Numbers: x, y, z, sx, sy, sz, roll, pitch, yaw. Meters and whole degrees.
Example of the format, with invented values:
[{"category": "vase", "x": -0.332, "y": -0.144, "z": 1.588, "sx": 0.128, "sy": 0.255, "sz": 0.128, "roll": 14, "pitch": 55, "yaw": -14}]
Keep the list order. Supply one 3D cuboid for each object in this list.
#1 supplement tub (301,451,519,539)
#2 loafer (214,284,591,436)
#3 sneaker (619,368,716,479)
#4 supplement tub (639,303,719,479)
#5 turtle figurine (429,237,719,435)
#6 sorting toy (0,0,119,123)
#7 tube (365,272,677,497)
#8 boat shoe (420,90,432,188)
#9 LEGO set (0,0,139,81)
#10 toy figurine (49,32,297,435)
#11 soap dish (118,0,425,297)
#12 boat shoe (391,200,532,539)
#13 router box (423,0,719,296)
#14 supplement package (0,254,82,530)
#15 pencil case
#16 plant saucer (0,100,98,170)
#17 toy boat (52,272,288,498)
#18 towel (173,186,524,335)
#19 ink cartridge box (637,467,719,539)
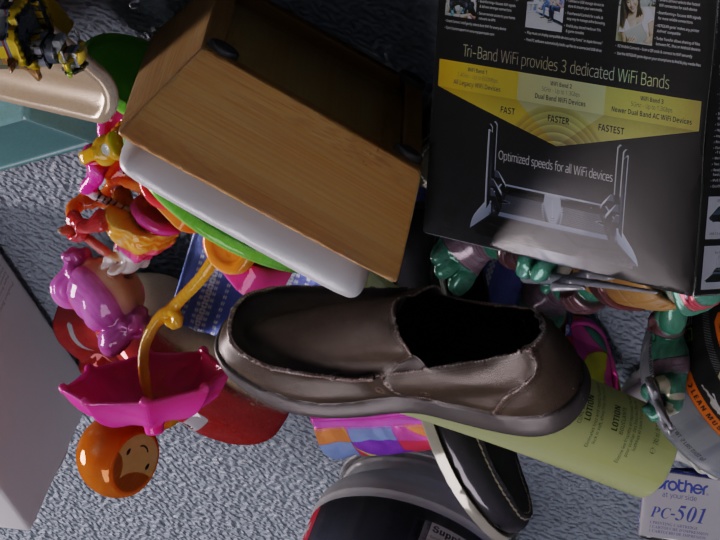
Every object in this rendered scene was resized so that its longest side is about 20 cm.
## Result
[{"category": "supplement tub", "x": 0.019, "y": 0.219, "z": 1.930, "sx": 0.140, "sy": 0.200, "sz": 0.140, "roll": 15, "pitch": 147, "yaw": 10}, {"category": "loafer", "x": 0.019, "y": 0.031, "z": 1.539, "sx": 0.200, "sy": 0.073, "sz": 0.071, "roll": 5, "pitch": 139, "yaw": 16}, {"category": "sneaker", "x": 0.227, "y": 0.094, "z": 1.736, "sx": 0.200, "sy": 0.081, "sz": 0.076, "roll": -6, "pitch": 140, "yaw": 39}, {"category": "supplement tub", "x": 0.246, "y": 0.029, "z": 1.588, "sx": 0.122, "sy": 0.123, "sz": 0.200, "roll": 30, "pitch": 147, "yaw": -12}, {"category": "turtle figurine", "x": 0.132, "y": 0.011, "z": 1.571, "sx": 0.150, "sy": 0.101, "sz": 0.200, "roll": 49, "pitch": 161, "yaw": -27}, {"category": "sorting toy", "x": -0.228, "y": -0.164, "z": 1.622, "sx": 0.200, "sy": 0.036, "sz": 0.185, "roll": 45, "pitch": 166, "yaw": -27}, {"category": "tube", "x": 0.079, "y": 0.068, "z": 1.629, "sx": 0.200, "sy": 0.058, "sz": 0.052, "roll": 23, "pitch": 109, "yaw": -19}, {"category": "boat shoe", "x": 0.089, "y": -0.076, "z": 1.583, "sx": 0.072, "sy": 0.060, "sz": 0.202, "roll": 37, "pitch": 145, "yaw": -22}, {"category": "LEGO set", "x": -0.128, "y": -0.188, "z": 1.448, "sx": 0.116, "sy": 0.200, "sz": 0.154, "roll": 2, "pitch": 122, "yaw": 26}, {"category": "toy figurine", "x": -0.119, "y": -0.001, "z": 1.675, "sx": 0.200, "sy": 0.150, "sz": 0.184, "roll": 43, "pitch": 121, "yaw": 19}, {"category": "soap dish", "x": -0.040, "y": -0.075, "z": 1.557, "sx": 0.157, "sy": 0.200, "sz": 0.081, "roll": 29, "pitch": 106, "yaw": -8}, {"category": "boat shoe", "x": 0.063, "y": 0.054, "z": 1.670, "sx": 0.063, "sy": 0.073, "sz": 0.200, "roll": -19, "pitch": 95, "yaw": 17}, {"category": "router box", "x": 0.114, "y": -0.081, "z": 1.424, "sx": 0.052, "sy": 0.157, "sz": 0.200, "roll": -3, "pitch": -168, "yaw": -37}, {"category": "supplement package", "x": -0.282, "y": 0.063, "z": 1.955, "sx": 0.120, "sy": 0.121, "sz": 0.200, "roll": 2, "pitch": 142, "yaw": 28}, {"category": "pencil case", "x": 0.059, "y": 0.071, "z": 1.798, "sx": 0.200, "sy": 0.088, "sz": 0.088, "roll": -6, "pitch": 138, "yaw": 36}, {"category": "plant saucer", "x": -0.241, "y": -0.073, "z": 1.802, "sx": 0.200, "sy": 0.019, "sz": 0.070, "roll": -13, "pitch": 158, "yaw": 41}, {"category": "toy boat", "x": -0.128, "y": 0.080, "z": 1.835, "sx": 0.130, "sy": 0.131, "sz": 0.200, "roll": 33, "pitch": 168, "yaw": -20}, {"category": "towel", "x": 0.000, "y": 0.000, "z": 1.713, "sx": 0.200, "sy": 0.024, "sz": 0.145, "roll": 20, "pitch": 111, "yaw": 4}, {"category": "ink cartridge box", "x": 0.275, "y": 0.150, "z": 1.783, "sx": 0.200, "sy": 0.044, "sz": 0.094, "roll": 6, "pitch": 179, "yaw": 23}]
